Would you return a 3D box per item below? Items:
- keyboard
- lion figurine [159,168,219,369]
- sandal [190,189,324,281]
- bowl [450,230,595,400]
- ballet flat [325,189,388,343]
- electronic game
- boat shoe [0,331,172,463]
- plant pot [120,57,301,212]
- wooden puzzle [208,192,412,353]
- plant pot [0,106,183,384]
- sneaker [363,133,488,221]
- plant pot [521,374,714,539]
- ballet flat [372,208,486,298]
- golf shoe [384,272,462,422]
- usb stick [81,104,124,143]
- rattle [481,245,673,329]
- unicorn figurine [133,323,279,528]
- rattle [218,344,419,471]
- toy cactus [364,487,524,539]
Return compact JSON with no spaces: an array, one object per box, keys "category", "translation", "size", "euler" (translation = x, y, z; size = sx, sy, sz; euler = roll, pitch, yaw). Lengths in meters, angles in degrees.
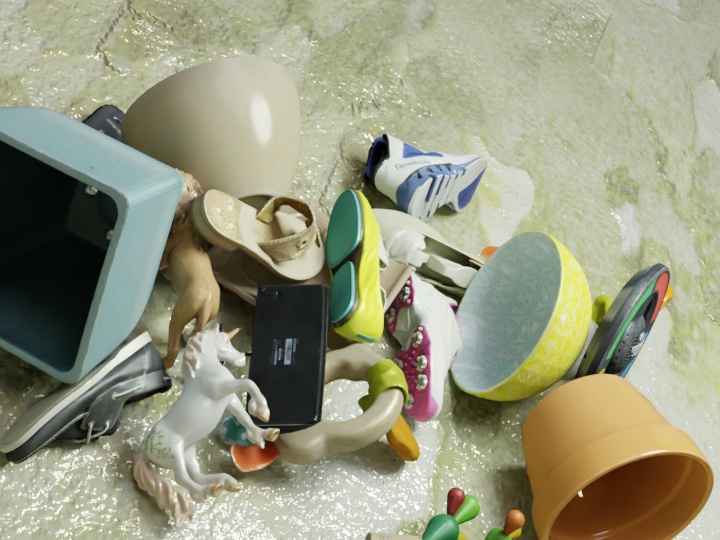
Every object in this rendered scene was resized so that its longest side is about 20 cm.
[{"category":"keyboard","translation":[-0.097,0.088,1.665],"size":[0.126,0.021,0.201],"euler":[-1,43,3]},{"category":"lion figurine","translation":[-0.176,0.004,1.675],"size":[0.072,0.123,0.201],"euler":[-1,53,-39]},{"category":"sandal","translation":[-0.080,-0.045,1.710],"size":[0.211,0.069,0.078],"euler":[19,55,-50]},{"category":"bowl","translation":[0.201,0.067,1.863],"size":[0.107,0.200,0.201],"euler":[26,39,-26]},{"category":"ballet flat","translation":[0.000,0.000,1.781],"size":[0.067,0.067,0.201],"euler":[30,38,-27]},{"category":"electronic game","translation":[0.298,0.083,1.866],"size":[0.041,0.201,0.200],"euler":[29,35,19]},{"category":"boat shoe","translation":[-0.253,0.129,1.536],"size":[0.200,0.071,0.068],"euler":[-36,102,-46]},{"category":"plant pot","translation":[-0.145,-0.118,1.776],"size":[0.199,0.200,0.136],"euler":[-2,63,-40]},{"category":"wooden puzzle","translation":[-0.063,0.007,1.817],"size":[0.199,0.047,0.186],"euler":[30,40,6]},{"category":"plant pot","translation":[-0.275,-0.042,1.569],"size":[0.195,0.197,0.200],"euler":[26,22,15]},{"category":"sneaker","translation":[0.072,-0.127,2.032],"size":[0.115,0.081,0.199],"euler":[34,24,20]},{"category":"plant pot","translation":[0.261,0.207,1.771],"size":[0.198,0.201,0.141],"euler":[8,41,-33]},{"category":"ballet flat","translation":[0.080,-0.016,1.938],"size":[0.198,0.070,0.070],"euler":[22,41,-20]},{"category":"golf shoe","translation":[0.082,0.088,1.842],"size":[0.091,0.075,0.201],"euler":[21,42,-26]},{"category":"usb stick","translation":[-0.305,-0.120,1.769],"size":[0.055,0.033,0.200],"euler":[37,38,-1]},{"category":"rattle","translation":[0.263,0.007,1.982],"size":[0.200,0.143,0.130],"euler":[50,16,-3]},{"category":"unicorn figurine","translation":[-0.144,0.134,1.561],"size":[0.137,0.074,0.200],"euler":[32,64,29]},{"category":"rattle","translation":[-0.042,0.177,1.680],"size":[0.200,0.143,0.130],"euler":[-38,64,-24]},{"category":"toy cactus","translation":[0.085,0.294,1.634],"size":[0.163,0.103,0.202],"euler":[16,51,-12]}]
